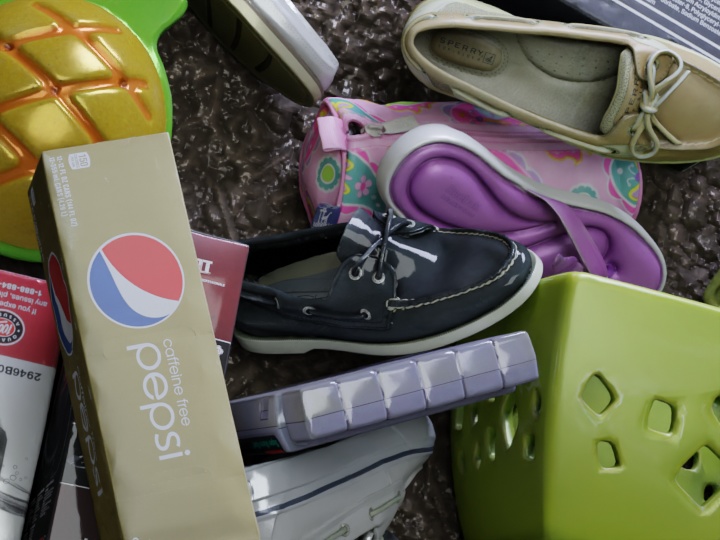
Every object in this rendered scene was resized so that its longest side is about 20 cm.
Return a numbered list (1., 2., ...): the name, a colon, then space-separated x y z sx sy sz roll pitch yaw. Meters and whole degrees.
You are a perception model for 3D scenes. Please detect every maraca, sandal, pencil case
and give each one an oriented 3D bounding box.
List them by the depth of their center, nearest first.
1. maraca: -0.166 -0.100 1.124 0.137 0.107 0.201 18 71 -13
2. sandal: 0.092 -0.011 1.151 0.202 0.050 0.083 25 112 -29
3. pencil case: 0.063 -0.058 1.192 0.199 0.087 0.088 1 75 -17

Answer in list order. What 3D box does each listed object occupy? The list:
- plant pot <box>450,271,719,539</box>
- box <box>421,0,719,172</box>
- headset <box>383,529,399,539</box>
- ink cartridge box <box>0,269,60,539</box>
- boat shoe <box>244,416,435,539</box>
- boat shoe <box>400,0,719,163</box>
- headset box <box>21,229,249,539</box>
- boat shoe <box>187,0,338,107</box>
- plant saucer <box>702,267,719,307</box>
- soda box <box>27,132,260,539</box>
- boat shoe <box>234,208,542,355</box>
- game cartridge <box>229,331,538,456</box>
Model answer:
1. plant pot: 0.154 0.121 1.115 0.199 0.199 0.182 14 78 -12
2. box: 0.171 -0.201 1.241 0.200 0.123 0.199 29 70 -9
3. headset: -0.053 0.205 1.105 0.200 0.094 0.124 -15 74 -35
4. ink cartridge box: -0.242 0.095 1.060 0.144 0.084 0.201 14 72 -13
5. boat shoe: -0.018 0.124 1.086 0.200 0.073 0.067 -12 86 -58
6. boat shoe: 0.119 -0.103 1.128 0.200 0.063 0.073 19 102 -1
7. headset box: -0.120 0.070 1.068 0.075 0.149 0.201 14 71 -13
8. boat shoe: -0.077 -0.185 1.191 0.068 0.075 0.200 -42 89 -16
9. plant saucer: 0.340 -0.017 1.239 0.200 0.048 0.200 31 108 -6
10. soda box: -0.104 0.043 0.964 0.064 0.068 0.201 -11 78 -17
11. boat shoe: 0.001 -0.002 1.100 0.066 0.199 0.075 58 47 -30
12. game cartridge: -0.003 0.068 1.076 0.129 0.200 0.039 -18 90 -19
